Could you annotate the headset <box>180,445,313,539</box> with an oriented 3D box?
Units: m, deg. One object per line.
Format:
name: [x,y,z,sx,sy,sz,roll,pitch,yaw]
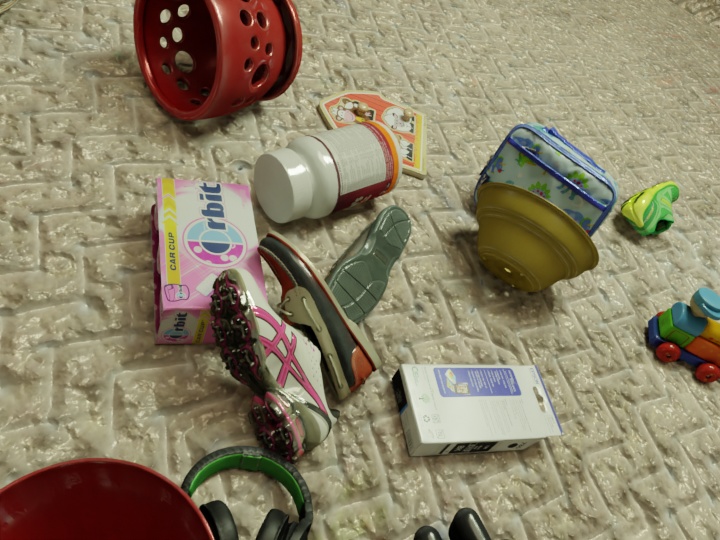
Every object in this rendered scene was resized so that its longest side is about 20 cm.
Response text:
headset: [-0.105,0.250,0.538,0.121,0.095,0.201,11,32,-11]

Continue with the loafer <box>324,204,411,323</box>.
loafer: [0.000,0.000,0.806,0.072,0.062,0.201,47,57,-18]

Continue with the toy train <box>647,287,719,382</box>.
toy train: [0.550,0.108,0.934,0.197,0.116,0.085,27,45,-2]

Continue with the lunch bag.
lunch bag: [0.288,-0.125,0.972,0.199,0.162,0.082,41,30,12]

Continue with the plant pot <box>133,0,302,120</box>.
plant pot: [-0.198,-0.331,0.896,0.200,0.202,0.181,44,39,15]

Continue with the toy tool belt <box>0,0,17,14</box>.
toy tool belt: [-0.558,-0.410,0.859,0.120,0.127,0.201,4,37,20]

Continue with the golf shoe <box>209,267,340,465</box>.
golf shoe: [-0.088,0.088,0.639,0.091,0.072,0.203,-27,98,-44]

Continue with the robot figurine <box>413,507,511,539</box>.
robot figurine: [0.111,0.318,0.534,0.124,0.150,0.202,21,36,-51]

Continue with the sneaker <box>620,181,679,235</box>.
sneaker: [0.550,-0.112,1.172,0.198,0.074,0.085,-24,89,-42]

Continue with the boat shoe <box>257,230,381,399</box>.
boat shoe: [-0.056,0.048,0.695,0.062,0.071,0.201,-37,95,-14]

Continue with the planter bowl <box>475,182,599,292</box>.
planter bowl: [0.228,-0.029,0.887,0.199,0.201,0.084,36,80,7]

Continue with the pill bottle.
pill bottle: [-0.042,-0.136,0.860,0.198,0.110,0.110,-24,64,-38]

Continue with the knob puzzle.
knob puzzle: [0.024,-0.252,1.050,0.215,0.031,0.223,13,48,-15]

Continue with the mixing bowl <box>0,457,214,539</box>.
mixing bowl: [-0.194,0.249,0.438,0.196,0.109,0.203,5,55,-7]

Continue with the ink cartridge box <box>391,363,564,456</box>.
ink cartridge box: [0.139,0.163,0.740,0.196,0.039,0.101,4,50,-21]

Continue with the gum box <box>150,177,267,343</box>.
gum box: [-0.179,-0.018,0.719,0.111,0.067,0.203,3,51,-25]
